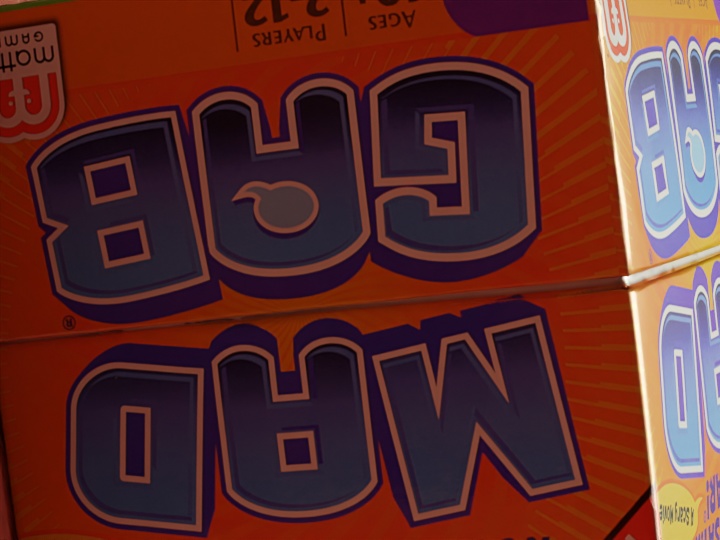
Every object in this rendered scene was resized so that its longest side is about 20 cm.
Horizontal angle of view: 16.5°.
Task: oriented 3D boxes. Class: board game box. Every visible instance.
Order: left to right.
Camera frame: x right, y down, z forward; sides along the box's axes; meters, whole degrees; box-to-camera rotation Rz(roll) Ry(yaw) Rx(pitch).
[{"bbox_3d":[0.015,0.004,0.796,0.200,0.199,0.201,-15,98,-69],"label":"board game box"}]
